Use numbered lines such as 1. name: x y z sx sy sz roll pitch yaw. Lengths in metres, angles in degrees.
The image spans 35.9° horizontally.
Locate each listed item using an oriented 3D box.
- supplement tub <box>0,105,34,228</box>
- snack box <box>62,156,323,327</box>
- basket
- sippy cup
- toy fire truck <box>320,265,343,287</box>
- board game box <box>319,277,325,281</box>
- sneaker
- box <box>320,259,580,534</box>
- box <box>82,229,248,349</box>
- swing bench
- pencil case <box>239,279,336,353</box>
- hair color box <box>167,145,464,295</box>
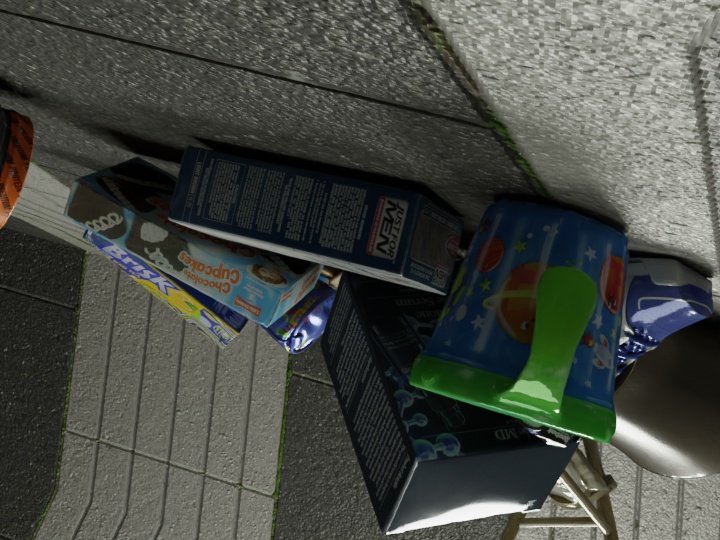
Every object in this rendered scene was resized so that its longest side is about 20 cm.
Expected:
1. supplement tub: -0.350 -0.102 0.812 0.198 0.124 0.122 20 173 -34
2. snack box: -0.137 -0.028 0.943 0.198 0.037 0.116 28 -159 8
3. basket: 0.248 0.094 0.983 0.179 0.138 0.199 -14 150 42
4. sippy cup: 0.111 0.029 0.715 0.138 0.132 0.177 21 173 -35
5. toy fire truck: 0.000 0.000 1.049 0.140 0.049 0.199 -1 159 40
6. board game box: -0.173 -0.028 1.374 0.194 0.057 0.199 12 173 42
7. sneaker: 0.166 0.067 0.816 0.080 0.117 0.198 19 154 -40
8. box: 0.068 0.099 0.935 0.146 0.202 0.108 -4 139 -22
9. box: -0.202 -0.006 1.209 0.199 0.065 0.070 39 152 -7
10. swing bench: 0.175 0.141 1.110 0.128 0.202 0.199 -8 140 32
11. pencil case: -0.118 0.005 1.120 0.199 0.087 0.079 34 147 16
12. hair color box: -0.033 -0.038 0.829 0.197 0.061 0.100 14 178 25
